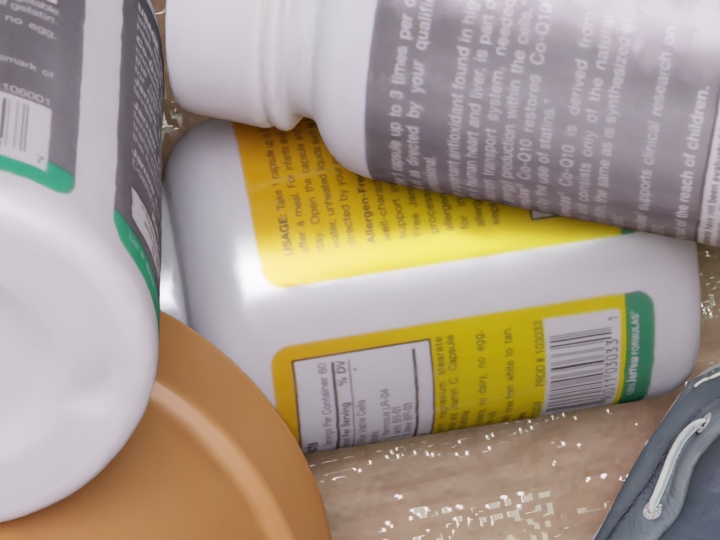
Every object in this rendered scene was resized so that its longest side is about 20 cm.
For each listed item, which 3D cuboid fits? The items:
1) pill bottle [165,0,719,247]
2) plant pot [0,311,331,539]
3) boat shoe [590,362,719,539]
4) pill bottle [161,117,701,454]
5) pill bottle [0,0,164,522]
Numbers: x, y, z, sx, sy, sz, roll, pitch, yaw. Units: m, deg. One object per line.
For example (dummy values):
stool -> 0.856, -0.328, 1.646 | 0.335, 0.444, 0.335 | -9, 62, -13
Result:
pill bottle -> 0.052, -0.074, 0.745 | 0.200, 0.114, 0.114 | 11, 77, 8
plant pot -> -0.112, 0.116, 0.742 | 0.200, 0.140, 0.200 | 1, 110, 4
boat shoe -> 0.090, 0.122, 0.815 | 0.073, 0.062, 0.200 | 25, 94, 1
pill bottle -> 0.000, 0.000, 0.832 | 0.200, 0.113, 0.113 | -9, 78, -5
pill bottle -> -0.110, -0.035, 0.705 | 0.113, 0.113, 0.200 | 0, 37, -3
